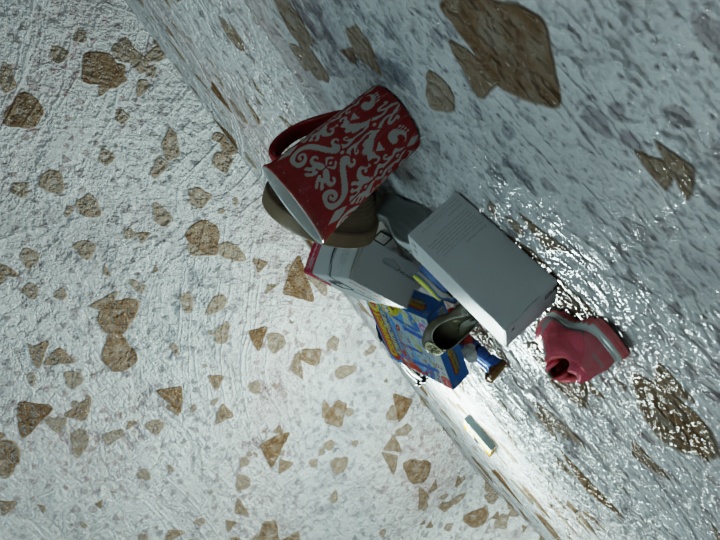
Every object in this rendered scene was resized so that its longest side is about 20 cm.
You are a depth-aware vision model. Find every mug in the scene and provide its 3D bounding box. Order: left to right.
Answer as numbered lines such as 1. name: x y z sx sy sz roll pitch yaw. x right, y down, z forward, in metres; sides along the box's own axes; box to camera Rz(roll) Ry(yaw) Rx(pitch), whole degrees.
1. mug: -0.036 -0.170 0.933 0.178 0.199 0.134 49 172 9

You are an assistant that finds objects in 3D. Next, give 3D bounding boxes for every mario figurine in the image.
1. mario figurine: 0.209 0.170 1.416 0.199 0.105 0.125 40 135 16

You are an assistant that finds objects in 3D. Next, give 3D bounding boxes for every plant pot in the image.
1. plant pot: -0.053 -0.127 1.060 0.196 0.094 0.202 18 -152 -10

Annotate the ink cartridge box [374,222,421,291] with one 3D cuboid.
1. ink cartridge box: 0.081 -0.026 1.401 0.117 0.068 0.200 53 172 -27

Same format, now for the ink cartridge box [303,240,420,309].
1. ink cartridge box: 0.000 0.000 1.264 0.143 0.085 0.199 27 171 -28

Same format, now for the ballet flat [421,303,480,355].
1. ballet flat: 0.171 0.105 1.191 0.066 0.047 0.200 30 137 -13

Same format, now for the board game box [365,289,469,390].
1. board game box: 0.114 0.127 1.368 0.194 0.056 0.203 21 143 48

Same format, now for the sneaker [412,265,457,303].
1. sneaker: 0.154 0.005 1.149 0.074 0.083 0.200 38 -171 14

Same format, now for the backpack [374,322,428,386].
1. backpack: 0.133 0.179 1.738 0.199 0.151 0.178 42 168 7

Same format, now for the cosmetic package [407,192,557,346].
1. cosmetic package: 0.166 -0.004 0.916 0.200 0.101 0.074 48 173 27

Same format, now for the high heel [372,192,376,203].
1. high heel: -0.008 -0.167 1.145 0.200 0.070 0.145 57 -170 -82

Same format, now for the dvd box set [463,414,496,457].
1. dvd box set: 0.431 0.601 2.396 0.147 0.029 0.201 48 172 21

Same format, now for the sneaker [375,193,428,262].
1. sneaker: 0.099 -0.058 1.178 0.116 0.073 0.200 53 -178 -27

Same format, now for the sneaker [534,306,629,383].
1. sneaker: 0.267 0.104 0.877 0.074 0.086 0.200 51 172 -3

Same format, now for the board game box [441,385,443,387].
1. board game box: 0.238 0.287 2.003 0.102 0.047 0.200 48 172 15

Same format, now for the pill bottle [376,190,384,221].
1. pill bottle: -0.042 -0.157 1.294 0.200 0.111 0.111 46 172 -3
